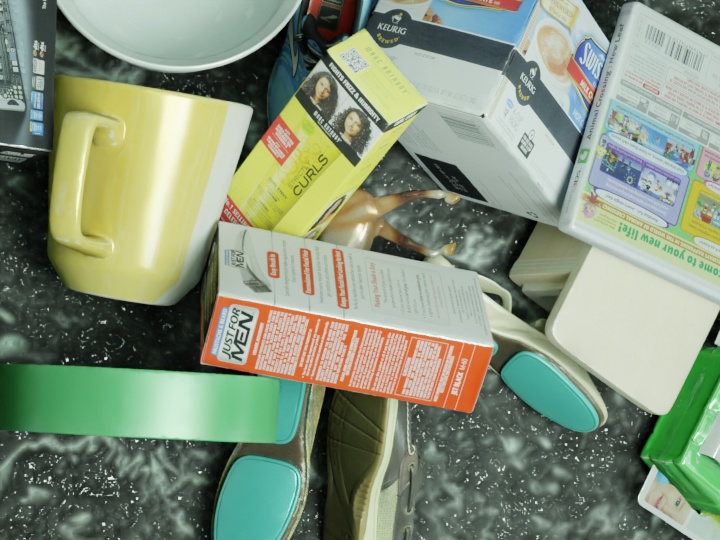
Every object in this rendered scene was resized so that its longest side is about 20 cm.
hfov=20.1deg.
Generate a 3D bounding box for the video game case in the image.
[{"bbox_3d":[0.253,-0.082,1.552,0.199,0.022,0.183,23,79,-29],"label":"video game case"}]

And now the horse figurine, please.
[{"bbox_3d":[0.000,0.000,1.564,0.132,0.050,0.201,15,93,18],"label":"horse figurine"}]

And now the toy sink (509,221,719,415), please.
[{"bbox_3d":[0.207,-0.001,1.606,0.130,0.112,0.201,34,74,-22],"label":"toy sink"}]

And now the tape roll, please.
[{"bbox_3d":[-0.158,0.095,1.445,0.199,0.200,0.048,4,85,-17],"label":"tape roll"}]

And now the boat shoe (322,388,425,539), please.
[{"bbox_3d":[0.015,0.153,1.553,0.066,0.072,0.202,-6,112,-35],"label":"boat shoe"}]

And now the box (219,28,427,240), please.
[{"bbox_3d":[-0.034,-0.082,1.481,0.075,0.200,0.050,50,45,8],"label":"box"}]

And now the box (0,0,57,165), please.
[{"bbox_3d":[-0.287,-0.182,1.382,0.157,0.050,0.201,8,76,-31],"label":"box"}]

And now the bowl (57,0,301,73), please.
[{"bbox_3d":[-0.140,-0.227,1.509,0.200,0.090,0.202,3,75,-10],"label":"bowl"}]

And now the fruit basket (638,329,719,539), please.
[{"bbox_3d":[0.337,0.155,1.657,0.200,0.094,0.186,33,78,-17],"label":"fruit basket"}]

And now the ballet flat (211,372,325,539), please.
[{"bbox_3d":[-0.063,0.134,1.541,0.070,0.071,0.201,10,96,-17],"label":"ballet flat"}]

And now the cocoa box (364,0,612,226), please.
[{"bbox_3d":[0.102,-0.142,1.529,0.132,0.133,0.200,-64,146,-12],"label":"cocoa box"}]

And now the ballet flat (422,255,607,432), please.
[{"bbox_3d":[0.120,0.052,1.612,0.200,0.069,0.070,33,78,-12],"label":"ballet flat"}]

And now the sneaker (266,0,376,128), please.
[{"bbox_3d":[-0.033,-0.161,1.520,0.078,0.090,0.201,10,103,6],"label":"sneaker"}]

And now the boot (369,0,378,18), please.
[{"bbox_3d":[-0.040,-0.240,1.570,0.199,0.072,0.167,11,90,-8],"label":"boot"}]

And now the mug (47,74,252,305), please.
[{"bbox_3d":[-0.178,-0.058,1.476,0.186,0.149,0.154,7,94,-42],"label":"mug"}]

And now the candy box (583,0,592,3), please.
[{"bbox_3d":[0.147,-0.310,1.582,0.200,0.168,0.072,45,74,-10],"label":"candy box"}]

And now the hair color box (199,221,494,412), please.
[{"bbox_3d":[-0.012,0.033,1.456,0.199,0.111,0.064,12,117,-10],"label":"hair color box"}]
